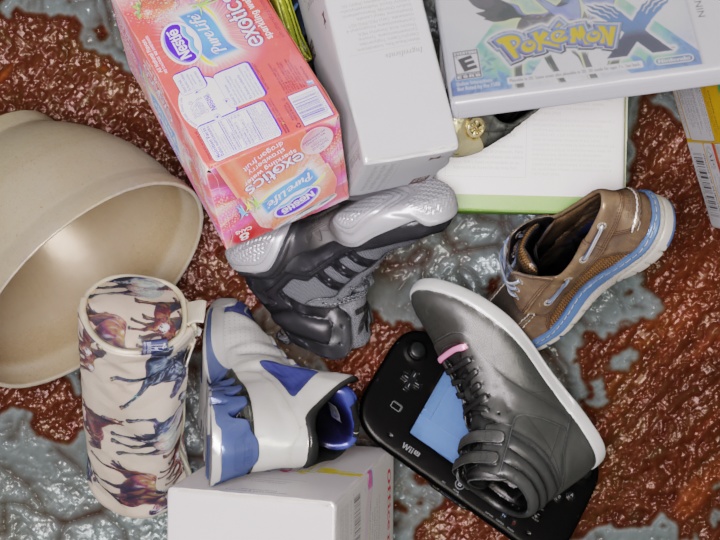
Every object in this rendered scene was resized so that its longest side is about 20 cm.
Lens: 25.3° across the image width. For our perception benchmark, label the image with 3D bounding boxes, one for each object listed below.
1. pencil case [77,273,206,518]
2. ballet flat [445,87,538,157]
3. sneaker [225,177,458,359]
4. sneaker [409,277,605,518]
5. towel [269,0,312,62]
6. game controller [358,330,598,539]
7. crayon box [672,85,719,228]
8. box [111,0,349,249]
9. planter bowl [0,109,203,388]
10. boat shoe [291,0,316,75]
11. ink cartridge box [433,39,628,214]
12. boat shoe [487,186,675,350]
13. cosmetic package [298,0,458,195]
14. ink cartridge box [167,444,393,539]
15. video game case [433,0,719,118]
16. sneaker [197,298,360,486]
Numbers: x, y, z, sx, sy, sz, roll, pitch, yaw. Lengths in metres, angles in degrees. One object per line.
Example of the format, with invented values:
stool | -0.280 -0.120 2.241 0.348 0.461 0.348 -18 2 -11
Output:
pencil case | -0.163 0.098 1.193 0.089 0.078 0.200 10 132 4
ballet flat | 0.133 -0.152 1.155 0.200 0.057 0.067 -40 124 -4
sneaker | 0.000 0.000 1.215 0.200 0.075 0.114 -13 110 31
sneaker | 0.092 0.100 1.208 0.200 0.071 0.099 49 57 -4
towel | -0.076 -0.243 1.191 0.018 0.086 0.201 -16 90 -10
game controller | 0.093 0.136 1.255 0.200 0.042 0.104 35 53 -6
crayon box | 0.294 -0.091 1.178 0.051 0.200 0.126 -18 97 -2
box | -0.096 -0.128 1.149 0.102 0.095 0.200 -23 56 -12
planter bowl | -0.233 -0.032 1.177 0.200 0.200 0.135 -44 69 2
boat shoe | -0.019 -0.188 1.217 0.084 0.069 0.201 -19 94 0
ink cartridge box | 0.127 -0.143 1.229 0.147 0.076 0.201 1 91 -3
boat shoe | 0.143 -0.006 1.201 0.072 0.072 0.200 20 136 -27
cosmetic package | 0.005 -0.163 1.131 0.074 0.102 0.201 -11 81 -10
ink cartridge box | -0.052 0.206 1.203 0.125 0.200 0.129 3 96 14
video game case | 0.152 -0.195 1.132 0.199 0.022 0.183 -8 57 2
sneaker | -0.061 0.097 1.187 0.115 0.200 0.081 3 114 -9
